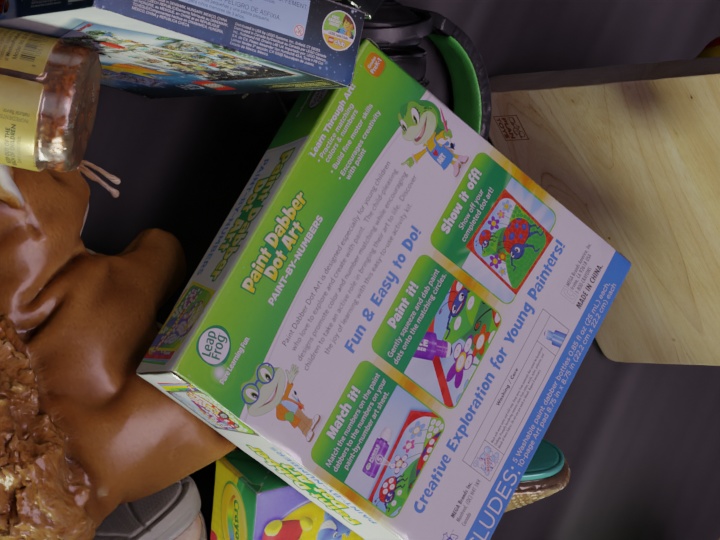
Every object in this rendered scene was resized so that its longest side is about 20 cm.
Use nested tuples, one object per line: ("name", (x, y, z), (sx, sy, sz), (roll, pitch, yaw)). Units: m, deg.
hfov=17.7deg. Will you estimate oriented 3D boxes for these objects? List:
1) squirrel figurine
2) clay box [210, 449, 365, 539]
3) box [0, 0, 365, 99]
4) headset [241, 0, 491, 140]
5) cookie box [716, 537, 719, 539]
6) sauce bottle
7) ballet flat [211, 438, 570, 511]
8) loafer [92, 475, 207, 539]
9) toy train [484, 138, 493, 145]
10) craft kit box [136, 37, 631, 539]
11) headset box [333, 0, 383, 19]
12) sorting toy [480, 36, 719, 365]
("squirrel figurine", (-0.166, 0.034, 1.133), (0.200, 0.141, 0.187), (-41, 110, -38))
("clay box", (-0.024, 0.182, 1.216), (0.115, 0.048, 0.200), (-11, 119, -31))
("box", (-0.109, -0.119, 1.109), (0.137, 0.200, 0.038), (14, 85, -33))
("headset", (0.003, -0.090, 1.246), (0.200, 0.094, 0.124), (19, 89, -42))
("cookie box", (0.191, 0.271, 1.393), (0.171, 0.075, 0.200), (-29, 142, -23))
("sauce bottle", (-0.224, -0.094, 1.080), (0.200, 0.066, 0.066), (13, 93, 4))
("ballet flat", (0.014, 0.116, 1.276), (0.200, 0.071, 0.065), (8, 114, 6))
("loafer", (-0.152, 0.176, 1.142), (0.200, 0.072, 0.063), (-35, 124, -28))
("toy train", (0.000, 0.000, 1.258), (0.200, 0.046, 0.034), (-44, 81, 11))
("craft kit box", (0.017, 0.023, 1.151), (0.197, 0.049, 0.200), (40, 68, -26))
("headset box", (-0.013, -0.236, 1.162), (0.093, 0.174, 0.200), (40, 77, -30))
("sorting toy", (0.193, -0.044, 1.315), (0.070, 0.199, 0.200), (-47, 120, -33))
